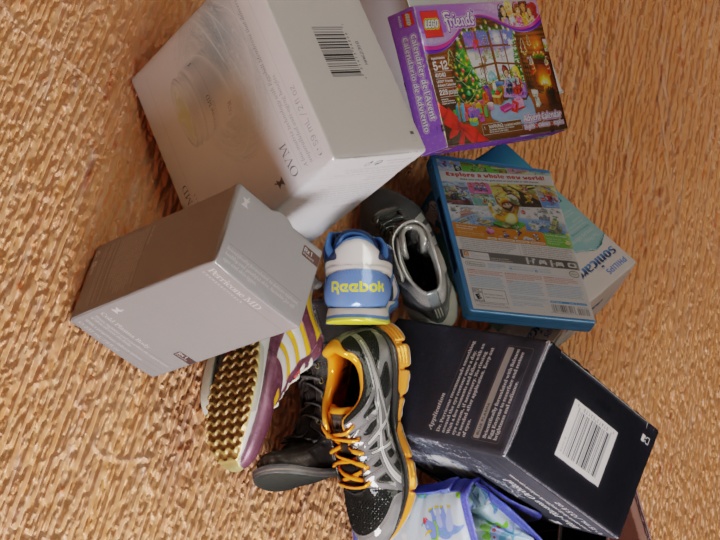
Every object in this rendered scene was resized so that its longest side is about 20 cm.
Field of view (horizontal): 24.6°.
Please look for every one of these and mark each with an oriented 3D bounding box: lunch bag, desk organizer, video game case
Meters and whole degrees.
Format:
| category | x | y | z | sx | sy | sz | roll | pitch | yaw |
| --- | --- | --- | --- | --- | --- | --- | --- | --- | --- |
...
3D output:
| category | x | y | z | sx | sy | sz | roll | pitch | yaw |
| --- | --- | --- | --- | --- | --- | --- | --- | --- | --- |
| lunch bag | 0.093 | 0.287 | 1.568 | 0.127 | 0.169 | 0.201 | -46 | 111 | -41 |
| desk organizer | 0.184 | 0.259 | 1.650 | 0.077 | 0.199 | 0.073 | -18 | 91 | -44 |
| video game case | 0.149 | -0.029 | 1.662 | 0.141 | 0.018 | 0.202 | 6 | 50 | -22 |

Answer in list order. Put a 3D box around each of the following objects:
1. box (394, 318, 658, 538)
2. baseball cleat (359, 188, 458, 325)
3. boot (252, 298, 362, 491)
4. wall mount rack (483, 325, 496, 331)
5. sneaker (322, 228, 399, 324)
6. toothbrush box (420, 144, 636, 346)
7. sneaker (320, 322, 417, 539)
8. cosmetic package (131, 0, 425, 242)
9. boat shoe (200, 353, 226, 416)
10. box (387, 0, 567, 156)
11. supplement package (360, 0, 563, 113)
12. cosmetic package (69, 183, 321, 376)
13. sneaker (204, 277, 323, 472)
| category | x | y | z | sx | sy | sz | roll | pitch | yaw |
| --- | --- | --- | --- | --- | --- | --- | --- | --- | --- |
| box | 0.137 | 0.147 | 1.548 | 0.196 | 0.199 | 0.119 | 37 | 70 | -39 |
| baseball cleat | 0.047 | -0.033 | 1.621 | 0.107 | 0.069 | 0.201 | 76 | -12 | -48 |
| boot | -0.048 | 0.111 | 1.564 | 0.199 | 0.069 | 0.176 | -5 | 79 | -53 |
| wall mount rack | 0.164 | 0.128 | 1.758 | 0.200 | 0.074 | 0.175 | -39 | 106 | -43 |
| sneaker | 0.000 | 0.000 | 1.524 | 0.073 | 0.200 | 0.083 | -3 | 97 | -2 |
| toothbrush box | 0.167 | -0.020 | 1.737 | 0.200 | 0.086 | 0.146 | 42 | 43 | 13 |
| sneaker | -0.001 | 0.148 | 1.479 | 0.077 | 0.078 | 0.203 | 0 | 86 | -47 |
| cosmetic package | -0.079 | -0.140 | 1.475 | 0.122 | 0.200 | 0.201 | -9 | 69 | -44 |
| boat shoe | -0.100 | 0.045 | 1.525 | 0.071 | 0.060 | 0.204 | 21 | 64 | -40 |
| box | 0.118 | -0.192 | 1.620 | 0.199 | 0.039 | 0.139 | -13 | 88 | -47 |
| supplement package | 0.075 | -0.232 | 1.723 | 0.199 | 0.146 | 0.193 | -26 | 97 | -46 |
| cosmetic package | -0.140 | 0.012 | 1.395 | 0.107 | 0.199 | 0.091 | 37 | 54 | -29 |
| sneaker | -0.074 | 0.084 | 1.446 | 0.090 | 0.075 | 0.203 | 24 | 66 | -35 |
